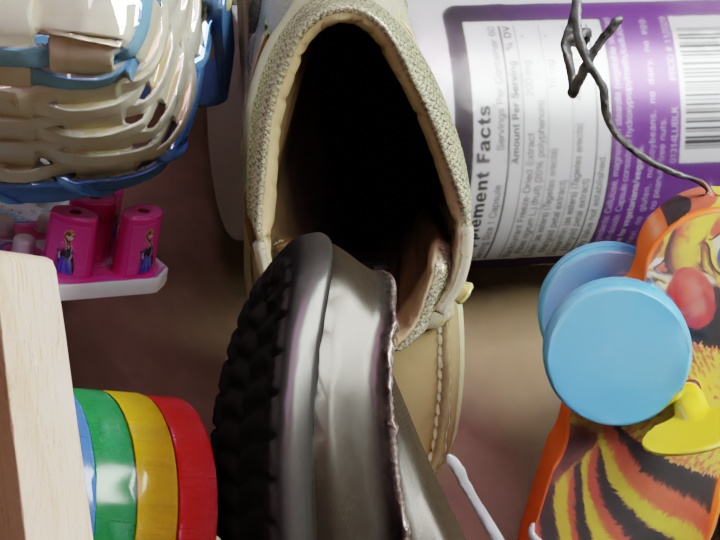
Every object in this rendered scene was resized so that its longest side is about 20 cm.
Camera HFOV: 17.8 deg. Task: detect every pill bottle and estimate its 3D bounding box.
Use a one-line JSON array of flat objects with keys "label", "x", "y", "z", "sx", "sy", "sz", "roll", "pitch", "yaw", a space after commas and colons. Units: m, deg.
[{"label": "pill bottle", "x": 0.049, "y": -0.056, "z": 0.826, "sx": 0.198, "sy": 0.112, "sz": 0.112, "roll": -3, "pitch": 56, "yaw": -14}]

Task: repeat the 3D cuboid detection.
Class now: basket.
[{"label": "basket", "x": -0.117, "y": -0.089, "z": 0.672, "sx": 0.175, "sy": 0.200, "sz": 0.140, "roll": 7, "pitch": 76, "yaw": -8}]

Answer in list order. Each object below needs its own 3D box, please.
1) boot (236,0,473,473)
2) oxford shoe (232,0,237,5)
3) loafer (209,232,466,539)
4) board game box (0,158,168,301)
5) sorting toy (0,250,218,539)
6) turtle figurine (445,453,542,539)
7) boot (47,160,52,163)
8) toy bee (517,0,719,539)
[{"label": "boot", "x": 0.000, "y": 0.000, "z": 0.694, "sx": 0.072, "sy": 0.201, "sz": 0.155, "roll": -8, "pitch": 20, "yaw": -2}, {"label": "oxford shoe", "x": -0.092, "y": -0.136, "z": 0.889, "sx": 0.199, "sy": 0.058, "sz": 0.076, "roll": 22, "pitch": 85, "yaw": 19}, {"label": "loafer", "x": 0.004, "y": 0.090, "z": 0.594, "sx": 0.071, "sy": 0.073, "sz": 0.202, "roll": -3, "pitch": 90, "yaw": -16}, {"label": "board game box", "x": -0.188, "y": -0.039, "z": 0.710, "sx": 0.199, "sy": 0.026, "sz": 0.200, "roll": -4, "pitch": 26, "yaw": -33}, {"label": "sorting toy", "x": -0.089, "y": 0.134, "z": 0.618, "sx": 0.069, "sy": 0.199, "sz": 0.201, "roll": 6, "pitch": 53, "yaw": -27}, {"label": "turtle figurine", "x": 0.009, "y": 0.144, "z": 0.684, "sx": 0.149, "sy": 0.101, "sz": 0.201, "roll": -19, "pitch": 70, "yaw": -39}, {"label": "boot", "x": -0.203, "y": -0.017, "z": 0.768, "sx": 0.154, "sy": 0.074, "sz": 0.203, "roll": 41, "pitch": 54, "yaw": 21}, {"label": "toy bee", "x": 0.110, "y": 0.019, "z": 0.738, "sx": 0.108, "sy": 0.201, "sz": 0.131, "roll": 5, "pitch": 35, "yaw": 2}]
